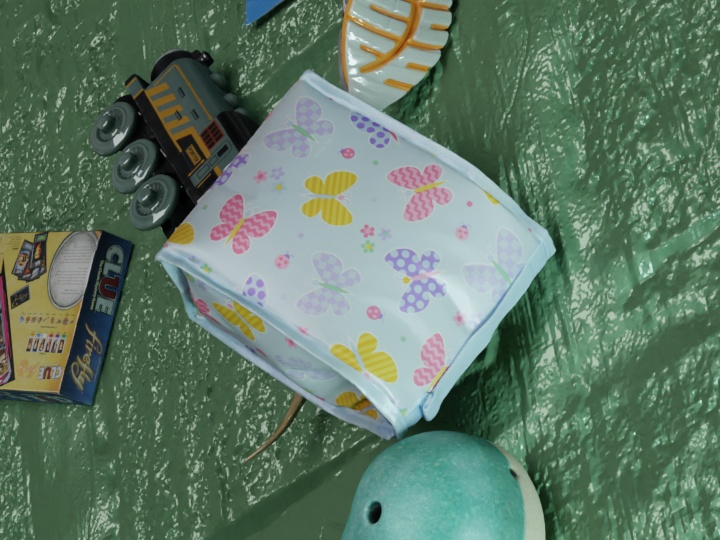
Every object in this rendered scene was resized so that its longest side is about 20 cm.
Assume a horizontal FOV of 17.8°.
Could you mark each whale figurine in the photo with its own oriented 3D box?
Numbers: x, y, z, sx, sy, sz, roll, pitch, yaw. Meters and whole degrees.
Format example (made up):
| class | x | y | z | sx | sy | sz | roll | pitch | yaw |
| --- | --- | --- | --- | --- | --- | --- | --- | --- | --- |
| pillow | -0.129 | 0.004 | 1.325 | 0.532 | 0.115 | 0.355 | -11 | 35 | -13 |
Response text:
| class | x | y | z | sx | sy | sz | roll | pitch | yaw |
| --- | --- | --- | --- | --- | --- | --- | --- | --- | --- |
| whale figurine | 0.020 | 0.185 | 1.412 | 0.200 | 0.103 | 0.160 | -45 | 44 | 23 |

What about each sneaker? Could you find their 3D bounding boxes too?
| class | x | y | z | sx | sy | sz | roll | pitch | yaw |
| --- | --- | --- | --- | --- | --- | --- | --- | --- | --- |
| sneaker | 0.019 | -0.204 | 1.632 | 0.077 | 0.078 | 0.201 | -19 | 55 | 58 |

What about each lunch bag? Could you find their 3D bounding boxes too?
| class | x | y | z | sx | sy | sz | roll | pitch | yaw |
| --- | --- | --- | --- | --- | --- | --- | --- | --- | --- |
| lunch bag | 0.000 | 0.000 | 1.472 | 0.199 | 0.127 | 0.170 | 30 | 73 | 24 |

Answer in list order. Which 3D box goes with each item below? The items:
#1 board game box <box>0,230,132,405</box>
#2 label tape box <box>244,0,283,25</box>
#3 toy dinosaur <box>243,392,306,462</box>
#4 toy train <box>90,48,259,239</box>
| class | x | y | z | sx | sy | sz | roll | pitch | yaw |
| --- | --- | --- | --- | --- | --- | --- | --- | --- | --- |
| board game box | -0.272 | 0.037 | 1.872 | 0.199 | 0.034 | 0.136 | 1 | 73 | 49 |
| label tape box | -0.069 | -0.312 | 1.781 | 0.143 | 0.066 | 0.201 | -33 | 49 | 35 |
| toy dinosaur | -0.023 | 0.037 | 1.586 | 0.101 | 0.058 | 0.201 | -35 | 40 | 53 |
| toy train | -0.129 | -0.089 | 1.739 | 0.114 | 0.085 | 0.200 | -43 | 42 | 9 |
